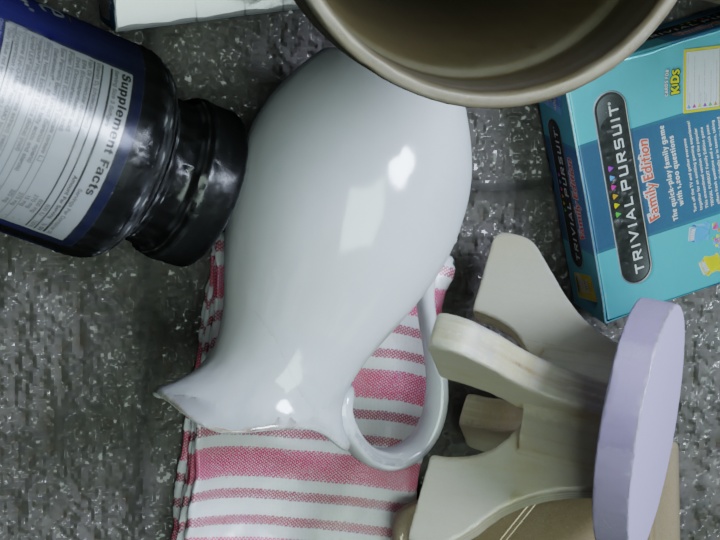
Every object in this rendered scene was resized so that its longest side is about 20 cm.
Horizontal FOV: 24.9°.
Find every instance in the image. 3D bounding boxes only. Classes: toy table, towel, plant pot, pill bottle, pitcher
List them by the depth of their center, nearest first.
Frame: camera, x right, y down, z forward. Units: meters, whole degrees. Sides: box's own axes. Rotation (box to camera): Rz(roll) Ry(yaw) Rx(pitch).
[{"bbox_3d":[0.032,-0.185,0.735,0.199,0.173,0.201,-5,105,-17],"label":"plant pot"},{"bbox_3d":[-0.160,-0.072,0.795,0.199,0.112,0.112,21,97,-30],"label":"pill bottle"},{"bbox_3d":[0.000,0.000,0.862,0.171,0.121,0.201,22,89,-37],"label":"pitcher"},{"bbox_3d":[0.105,0.077,0.882,0.116,0.200,0.185,12,59,16],"label":"toy table"},{"bbox_3d":[-0.026,0.080,0.931,0.145,0.030,0.201,5,102,-20],"label":"towel"}]

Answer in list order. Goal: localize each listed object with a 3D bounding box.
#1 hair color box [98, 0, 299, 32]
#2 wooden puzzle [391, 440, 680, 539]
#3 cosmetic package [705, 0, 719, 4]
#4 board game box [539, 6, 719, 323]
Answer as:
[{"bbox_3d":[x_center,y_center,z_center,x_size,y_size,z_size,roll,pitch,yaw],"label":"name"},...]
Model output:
[{"bbox_3d":[-0.039,-0.186,0.838,0.199,0.061,0.101,-10,107,-16],"label":"hair color box"},{"bbox_3d":[0.112,0.206,1.005,0.199,0.037,0.186,-12,110,-20],"label":"wooden puzzle"},{"bbox_3d":[0.251,-0.177,0.859,0.103,0.200,0.074,-10,107,-14],"label":"cosmetic package"},{"bbox_3d":[0.210,-0.073,0.956,0.199,0.047,0.152,-17,109,-13],"label":"board game box"}]
